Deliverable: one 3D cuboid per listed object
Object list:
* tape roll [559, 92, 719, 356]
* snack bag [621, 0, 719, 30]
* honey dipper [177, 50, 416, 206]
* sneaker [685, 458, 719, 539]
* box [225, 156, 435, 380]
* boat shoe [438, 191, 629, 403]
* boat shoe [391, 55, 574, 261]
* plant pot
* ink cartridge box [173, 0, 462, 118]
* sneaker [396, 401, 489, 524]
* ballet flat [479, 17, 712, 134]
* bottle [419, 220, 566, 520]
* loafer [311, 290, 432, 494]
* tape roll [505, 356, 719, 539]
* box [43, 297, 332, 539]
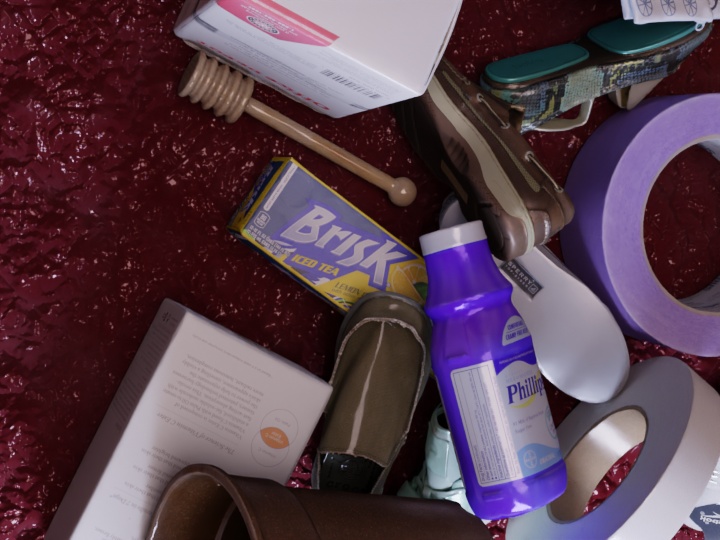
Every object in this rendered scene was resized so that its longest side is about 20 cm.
[{"bbox_3d":[0.263,-0.038,1.157,0.197,0.085,0.203,-2,96,-16],"label":"tape roll"},{"bbox_3d":[0.242,-0.277,1.100,0.199,0.021,0.191,-8,90,-48],"label":"snack bag"},{"bbox_3d":[-0.043,-0.099,1.093,0.199,0.038,0.038,29,87,-21],"label":"honey dipper"},{"bbox_3d":[0.291,0.163,1.142,0.079,0.199,0.131,16,103,11],"label":"sneaker"},{"bbox_3d":[0.000,0.000,1.096,0.199,0.064,0.070,36,85,-15],"label":"box"},{"bbox_3d":[0.132,0.017,1.134,0.200,0.066,0.072,43,101,-9],"label":"boat shoe"},{"bbox_3d":[0.087,-0.100,1.077,0.074,0.075,0.204,-23,68,-17],"label":"boat shoe"},{"bbox_3d":[-0.020,0.227,0.960,0.196,0.199,0.203,3,94,-32],"label":"plant pot"},{"bbox_3d":[-0.034,-0.176,1.000,0.144,0.200,0.086,26,82,-16],"label":"ink cartridge box"},{"bbox_3d":[0.045,0.165,1.097,0.200,0.074,0.119,-40,134,-18],"label":"sneaker"},{"bbox_3d":[0.183,-0.151,1.142,0.198,0.074,0.075,-17,99,-12],"label":"ballet flat"},{"bbox_3d":[0.088,0.068,1.026,0.065,0.083,0.203,-15,88,30],"label":"bottle"},{"bbox_3d":[0.008,0.110,1.065,0.074,0.070,0.202,10,118,-2],"label":"loafer"},{"bbox_3d":[0.186,0.154,1.091,0.037,0.203,0.204,38,84,-12],"label":"tape roll"},{"bbox_3d":[-0.126,0.140,1.054,0.123,0.097,0.202,28,86,-17],"label":"box"}]
